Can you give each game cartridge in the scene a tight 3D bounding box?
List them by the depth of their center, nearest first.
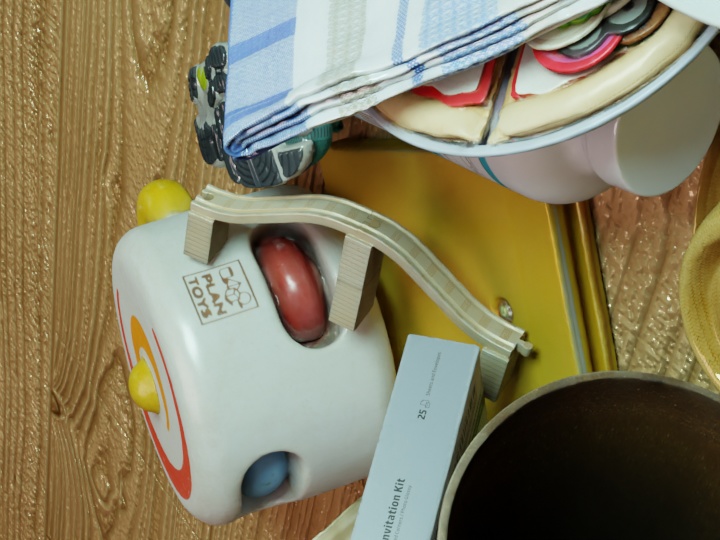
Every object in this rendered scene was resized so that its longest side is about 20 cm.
[{"bbox_3d":[0.059,0.014,0.893,0.199,0.032,0.178,9,115,55],"label":"game cartridge"}]

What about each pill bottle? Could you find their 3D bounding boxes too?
[{"bbox_3d":[0.068,-0.099,0.742,0.200,0.110,0.112,30,130,43],"label":"pill bottle"}]

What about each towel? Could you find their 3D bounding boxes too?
[{"bbox_3d":[0.023,-0.135,0.662,0.199,0.024,0.148,-21,51,29],"label":"towel"}]

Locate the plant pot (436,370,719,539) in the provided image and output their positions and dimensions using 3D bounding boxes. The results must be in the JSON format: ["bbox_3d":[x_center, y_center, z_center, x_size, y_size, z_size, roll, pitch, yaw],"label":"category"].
[{"bbox_3d":[0.116,0.177,0.790,0.187,0.186,0.200,53,158,22],"label":"plant pot"}]

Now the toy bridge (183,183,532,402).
[{"bbox_3d":[0.000,0.000,0.846,0.199,0.027,0.068,25,132,14],"label":"toy bridge"}]

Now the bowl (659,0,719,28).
[{"bbox_3d":[0.154,-0.187,0.553,0.199,0.090,0.203,2,113,6],"label":"bowl"}]

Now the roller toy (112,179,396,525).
[{"bbox_3d":[-0.071,0.049,0.959,0.182,0.139,0.201,-147,43,-64],"label":"roller toy"}]

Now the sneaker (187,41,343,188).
[{"bbox_3d":[-0.045,-0.095,0.888,0.200,0.079,0.078,-143,41,-72],"label":"sneaker"}]

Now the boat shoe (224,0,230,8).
[{"bbox_3d":[-0.050,-0.170,0.906,0.200,0.071,0.068,52,141,28],"label":"boat shoe"}]

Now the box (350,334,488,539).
[{"bbox_3d":[0.034,0.149,0.837,0.041,0.157,0.200,9,151,15],"label":"box"}]

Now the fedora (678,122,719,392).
[{"bbox_3d":[0.190,0.005,0.648,0.200,0.081,0.202,30,131,43],"label":"fedora"}]

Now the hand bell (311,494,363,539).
[{"bbox_3d":[0.042,0.238,1.005,0.200,0.104,0.104,49,143,8],"label":"hand bell"}]

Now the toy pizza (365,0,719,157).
[{"bbox_3d":[0.073,-0.137,0.664,0.200,0.201,0.032,30,171,43],"label":"toy pizza"}]
